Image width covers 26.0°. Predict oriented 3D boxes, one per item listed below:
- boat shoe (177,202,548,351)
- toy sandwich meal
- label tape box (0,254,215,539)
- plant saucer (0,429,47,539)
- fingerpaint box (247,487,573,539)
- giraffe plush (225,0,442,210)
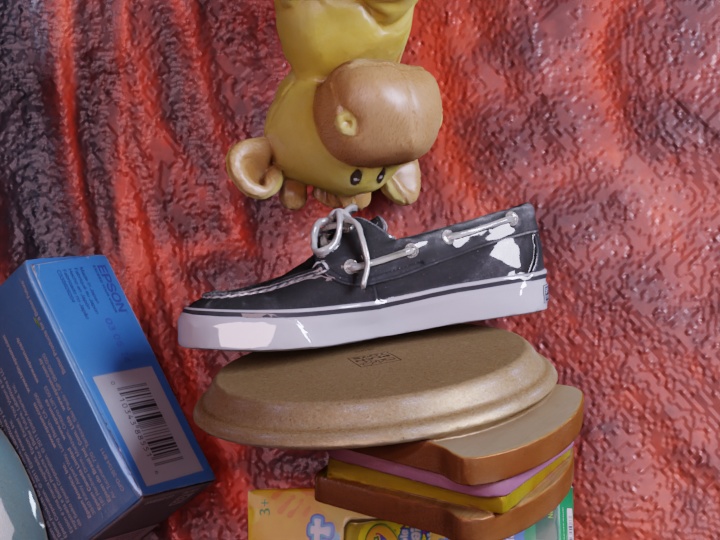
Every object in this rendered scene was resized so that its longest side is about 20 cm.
[{"bbox_3d":[0.001,0.000,0.810,0.197,0.074,0.069,-8,94,-6],"label":"boat shoe"},{"bbox_3d":[0.016,0.079,0.782,0.203,0.205,0.071,-4,100,14],"label":"toy sandwich meal"},{"bbox_3d":[-0.190,0.105,0.876,0.200,0.063,0.145,-39,72,33],"label":"label tape box"},{"bbox_3d":[-0.250,0.161,0.870,0.199,0.027,0.203,4,97,36],"label":"plant saucer"},{"bbox_3d":[0.029,0.212,0.805,0.165,0.073,0.202,-3,80,14],"label":"fingerpaint box"},{"bbox_3d":[-0.010,-0.116,0.821,0.171,0.200,0.164,1,86,-10],"label":"giraffe plush"}]
